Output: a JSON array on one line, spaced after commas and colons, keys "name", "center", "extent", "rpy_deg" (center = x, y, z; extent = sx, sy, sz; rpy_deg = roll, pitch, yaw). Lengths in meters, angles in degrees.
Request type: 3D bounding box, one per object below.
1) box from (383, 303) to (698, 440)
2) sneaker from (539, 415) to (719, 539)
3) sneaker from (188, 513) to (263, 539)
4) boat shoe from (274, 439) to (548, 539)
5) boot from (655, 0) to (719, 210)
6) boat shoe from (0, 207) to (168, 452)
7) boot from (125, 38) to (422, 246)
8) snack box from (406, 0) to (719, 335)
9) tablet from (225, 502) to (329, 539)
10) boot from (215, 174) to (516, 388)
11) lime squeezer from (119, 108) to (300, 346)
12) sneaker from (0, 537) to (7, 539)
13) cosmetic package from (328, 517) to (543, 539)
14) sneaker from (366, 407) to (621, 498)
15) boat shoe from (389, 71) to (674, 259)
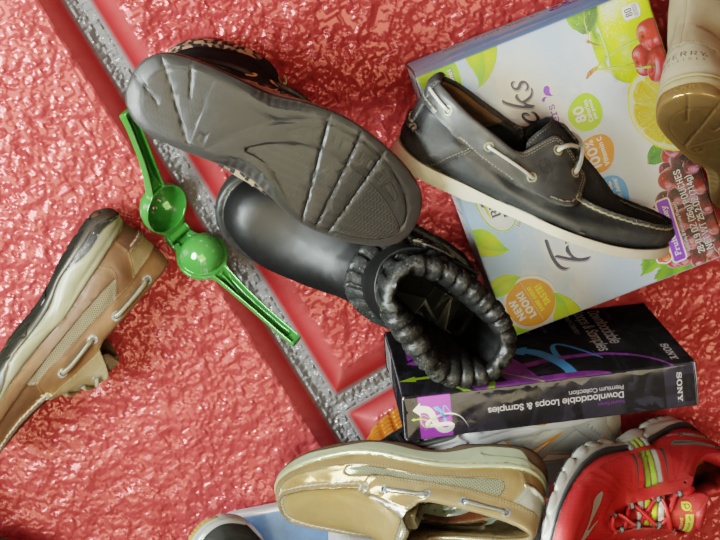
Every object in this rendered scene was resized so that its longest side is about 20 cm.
[{"name": "box", "center": [0.121, 0.067, 1.071], "extent": [0.198, 0.143, 0.036], "rpy_deg": [-5, 105, -3]}, {"name": "sneaker", "center": [0.201, 0.159, 1.082], "extent": [0.199, 0.085, 0.077], "rpy_deg": [-24, 127, -41]}, {"name": "sneaker", "center": [-0.073, 0.274, 1.125], "extent": [0.075, 0.088, 0.201], "rpy_deg": [-22, 112, -23]}, {"name": "boat shoe", "center": [0.029, 0.164, 1.064], "extent": [0.199, 0.076, 0.072], "rpy_deg": [-7, 132, 20]}, {"name": "boot", "center": [0.259, -0.131, 1.043], "extent": [0.072, 0.156, 0.200], "rpy_deg": [-14, 148, 34]}, {"name": "boat shoe", "center": [-0.206, 0.054, 1.081], "extent": [0.074, 0.076, 0.201], "rpy_deg": [31, 103, -15]}, {"name": "boot", "center": [-0.055, -0.092, 1.008], "extent": [0.199, 0.151, 0.074], "rpy_deg": [23, 103, -9]}, {"name": "snack box", "center": [0.144, -0.078, 1.069], "extent": [0.168, 0.068, 0.201], "rpy_deg": [-20, 105, 2]}, {"name": "tablet", "center": [-0.029, 0.268, 1.186], "extent": [0.129, 0.014, 0.201], "rpy_deg": [-10, 106, -1]}, {"name": "boot", "center": [0.002, -0.002, 1.034], "extent": [0.210, 0.158, 0.080], "rpy_deg": [20, 104, -9]}, {"name": "lime squeezer", "center": [-0.113, -0.028, 1.069], "extent": [0.070, 0.038, 0.201], "rpy_deg": [-18, 114, 46]}, {"name": "sneaker", "center": [-0.221, 0.264, 1.144], "extent": [0.199, 0.077, 0.085], "rpy_deg": [26, 124, -12]}, {"name": "cosmetic package", "center": [0.070, 0.280, 1.088], "extent": [0.165, 0.200, 0.169], "rpy_deg": [-1, 105, -11]}, {"name": "sneaker", "center": [0.102, 0.135, 1.128], "extent": [0.199, 0.076, 0.093], "rpy_deg": [-14, 112, 2]}, {"name": "boat shoe", "center": [0.122, -0.064, 1.000], "extent": [0.199, 0.072, 0.068], "rpy_deg": [24, 108, -8]}]
